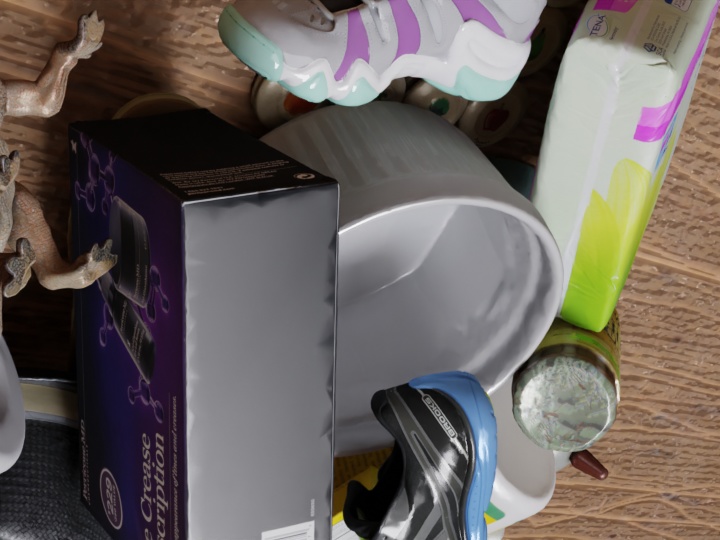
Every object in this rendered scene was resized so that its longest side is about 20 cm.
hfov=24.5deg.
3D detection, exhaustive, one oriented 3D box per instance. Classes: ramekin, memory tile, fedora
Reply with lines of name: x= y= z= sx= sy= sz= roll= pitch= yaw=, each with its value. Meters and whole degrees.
ramekin: x=0.000 y=0.000 z=0.911 sx=0.200 sy=0.105 sz=0.200 roll=-16 pitch=140 yaw=-14
memory tile: x=0.043 y=-0.134 z=0.908 sx=0.200 sy=0.017 sz=0.153 roll=1 pitch=129 yaw=-41
fedora: x=-0.183 y=0.131 z=0.888 sx=0.200 sy=0.092 sz=0.201 roll=-5 pitch=150 yaw=-3

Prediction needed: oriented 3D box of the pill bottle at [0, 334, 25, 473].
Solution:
pill bottle: x=-0.268 y=0.076 z=0.768 sx=0.200 sy=0.112 sz=0.111 roll=-22 pitch=145 yaw=7

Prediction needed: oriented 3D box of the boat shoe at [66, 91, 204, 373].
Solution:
boat shoe: x=-0.122 y=-0.014 z=0.870 sx=0.073 sy=0.063 sz=0.200 roll=8 pitch=125 yaw=-17

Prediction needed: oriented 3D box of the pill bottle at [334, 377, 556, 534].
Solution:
pill bottle: x=0.015 y=0.138 z=1.070 sx=0.200 sy=0.113 sz=0.113 roll=-29 pitch=151 yaw=27

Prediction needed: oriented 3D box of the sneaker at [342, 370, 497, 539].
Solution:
sneaker: x=0.030 y=0.150 z=0.931 sx=0.083 sy=0.071 sz=0.200 roll=-1 pitch=110 yaw=-8

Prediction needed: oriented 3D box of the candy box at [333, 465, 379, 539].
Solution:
candy box: x=-0.028 y=0.193 z=1.026 sx=0.200 sy=0.026 sz=0.102 roll=-35 pitch=130 yaw=30

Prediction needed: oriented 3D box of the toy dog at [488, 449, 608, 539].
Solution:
toy dog: x=0.099 y=0.152 z=1.205 sx=0.200 sy=0.096 sz=0.132 roll=-44 pitch=144 yaw=8

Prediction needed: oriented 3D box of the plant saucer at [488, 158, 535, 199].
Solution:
plant saucer: x=0.055 y=0.018 z=1.068 sx=0.201 sy=0.039 sz=0.201 roll=-24 pitch=143 yaw=-20

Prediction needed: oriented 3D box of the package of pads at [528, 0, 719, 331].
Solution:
package of pads: x=0.149 y=-0.088 z=0.950 sx=0.200 sy=0.068 sz=0.155 roll=99 pitch=15 yaw=-44

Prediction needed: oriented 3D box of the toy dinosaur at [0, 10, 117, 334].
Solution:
toy dinosaur: x=-0.183 y=-0.047 z=0.704 sx=0.086 sy=0.135 sz=0.200 roll=-45 pitch=140 yaw=-52

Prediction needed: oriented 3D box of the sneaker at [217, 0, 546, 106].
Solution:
sneaker: x=0.027 y=-0.155 z=0.800 sx=0.200 sy=0.078 sz=0.140 roll=-10 pitch=135 yaw=-47

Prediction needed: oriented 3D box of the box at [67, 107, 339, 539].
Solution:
box: x=-0.076 y=0.040 z=0.766 sx=0.079 sy=0.141 sz=0.200 roll=-8 pitch=111 yaw=-25

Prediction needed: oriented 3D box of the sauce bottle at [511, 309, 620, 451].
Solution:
sauce bottle: x=0.130 y=0.044 z=1.028 sx=0.065 sy=0.065 sz=0.200 roll=-54 pitch=-174 yaw=22
